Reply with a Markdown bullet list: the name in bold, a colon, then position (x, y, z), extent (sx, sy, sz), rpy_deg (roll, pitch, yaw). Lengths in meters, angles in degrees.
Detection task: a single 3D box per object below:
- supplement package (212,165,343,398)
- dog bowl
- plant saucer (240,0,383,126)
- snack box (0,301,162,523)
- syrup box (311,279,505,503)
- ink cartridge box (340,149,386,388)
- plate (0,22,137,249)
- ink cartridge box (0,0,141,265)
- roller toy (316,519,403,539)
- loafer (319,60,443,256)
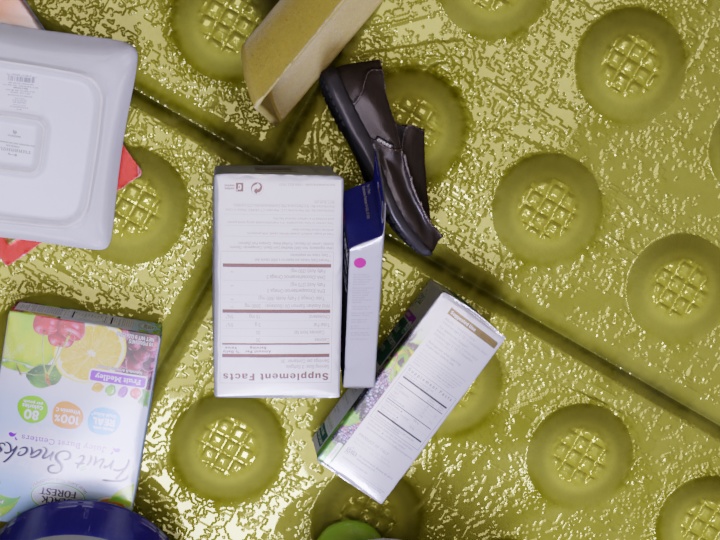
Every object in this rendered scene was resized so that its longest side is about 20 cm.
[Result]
- **supplement package**: position (-0.078, 0.007, 1.186), extent (0.117, 0.117, 0.201), rpy_deg (0, 99, -7)
- **dog bowl**: position (-0.262, 0.315, 1.201), extent (0.199, 0.079, 0.201), rpy_deg (-2, 117, -3)
- **plant saucer**: position (-0.035, -0.222, 1.119), extent (0.048, 0.200, 0.200), rpy_deg (40, 92, 0)
- **snack box**: position (-0.272, 0.141, 1.215), extent (0.141, 0.053, 0.201), rpy_deg (10, 98, -7)
- **syrup box**: position (0.044, 0.113, 1.236), extent (0.081, 0.079, 0.200), rpy_deg (35, 93, -10)
- **ink cartridge box**: position (0.000, 0.000, 1.167), extent (0.037, 0.095, 0.201), rpy_deg (1, 124, -6)
- **plate**: position (-0.309, -0.117, 1.148), extent (0.198, 0.032, 0.201), rpy_deg (7, 109, -17)
- **ink cartridge box**: position (-0.321, -0.126, 1.171), extent (0.162, 0.050, 0.200), rpy_deg (-34, 98, 0)
- **roller toy**: position (0.023, 0.347, 1.212), extent (0.199, 0.140, 0.183), rpy_deg (26, 75, 5)
- **loafer**: position (0.033, -0.108, 1.203), extent (0.071, 0.073, 0.201), rpy_deg (-28, 102, -3)
